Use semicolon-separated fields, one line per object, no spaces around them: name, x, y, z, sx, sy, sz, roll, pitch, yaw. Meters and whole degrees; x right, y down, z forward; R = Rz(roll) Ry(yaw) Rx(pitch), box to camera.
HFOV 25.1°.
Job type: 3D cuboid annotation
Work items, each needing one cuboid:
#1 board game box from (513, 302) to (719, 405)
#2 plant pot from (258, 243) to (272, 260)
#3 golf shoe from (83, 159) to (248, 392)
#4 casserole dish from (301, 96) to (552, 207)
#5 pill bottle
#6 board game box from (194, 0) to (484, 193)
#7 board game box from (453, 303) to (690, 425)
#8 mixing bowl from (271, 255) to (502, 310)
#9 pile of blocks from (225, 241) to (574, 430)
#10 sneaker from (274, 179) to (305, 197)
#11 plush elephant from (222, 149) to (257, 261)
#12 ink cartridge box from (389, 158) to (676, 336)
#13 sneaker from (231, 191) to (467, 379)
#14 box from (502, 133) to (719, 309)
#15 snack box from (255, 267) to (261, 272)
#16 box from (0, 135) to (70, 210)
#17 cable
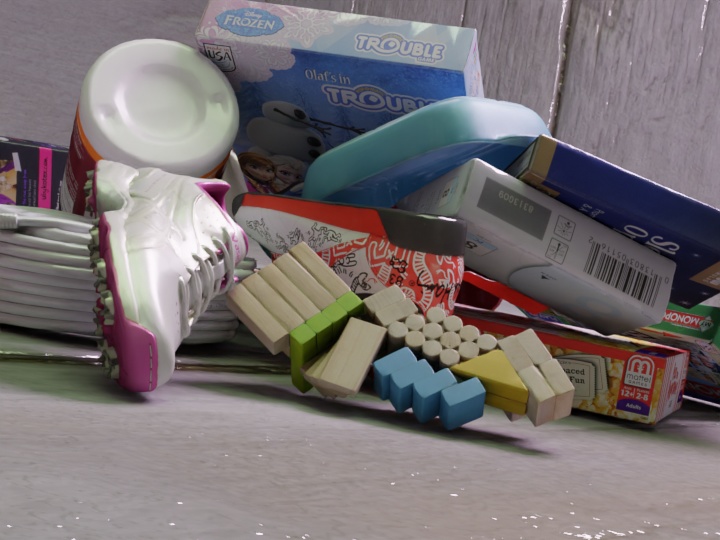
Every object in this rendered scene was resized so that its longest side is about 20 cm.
board game box;0.222;0.055;1.238;0.199;0.029;0.134;13;-21;47
plant pot;0.007;-0.053;1.553;0.198;0.203;0.161;8;18;-25
golf shoe;-0.102;-0.005;0.868;0.090;0.076;0.201;-2;31;-10
casserole dish;0.043;-0.075;1.101;0.120;0.039;0.199;3;-18;-44
pill bottle;-0.161;-0.066;1.187;0.113;0.115;0.200;9;-31;-12
board game box;-0.005;-0.110;1.191;0.198;0.044;0.200;10;-32;16
board game box;0.119;0.060;1.116;0.198;0.047;0.151;11;2;17
mixing bowl;0.030;-0.040;1.370;0.197;0.110;0.201;8;-23;3
pile of blocks;0.019;0.058;0.897;0.198;0.082;0.063;20;-37;17
sneaker;0.000;0.000;1.224;0.199;0.090;0.078;30;-44;-34
plush elephant;-0.177;-0.073;1.553;0.198;0.157;0.164;7;4;-29
ink cartridge box;0.096;-0.001;1.102;0.159;0.048;0.200;25;-20;-16
sneaker;-0.019;0.011;1.027;0.067;0.109;0.200;6;2;-45
box;0.187;-0.023;1.069;0.198;0.033;0.121;21;-17;-6
snack box;-0.102;0.015;1.318;0.198;0.038;0.116;12;4;32
box;-0.329;-0.066;1.421;0.198;0.107;0.122;8;4;-26
cable;-0.168;0.004;1.043;0.197;0.070;0.200;10;2;2
